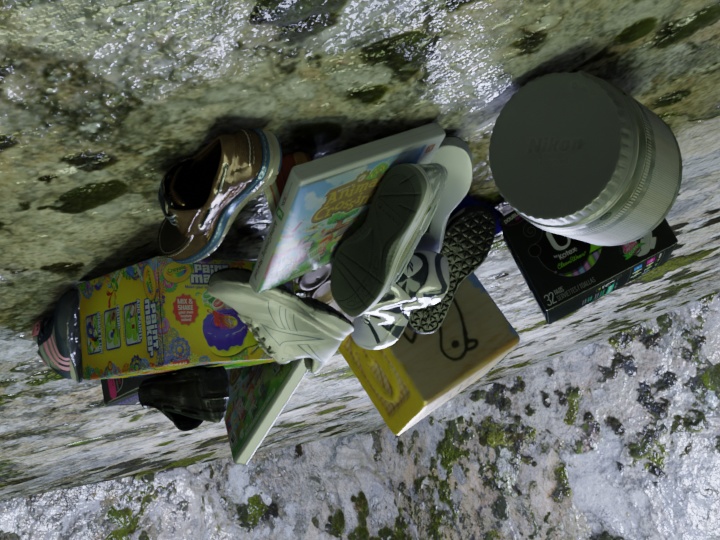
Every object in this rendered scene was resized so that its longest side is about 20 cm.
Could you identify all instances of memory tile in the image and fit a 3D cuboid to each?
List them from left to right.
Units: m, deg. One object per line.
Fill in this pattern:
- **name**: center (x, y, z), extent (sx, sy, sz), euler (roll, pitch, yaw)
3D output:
- **memory tile**: center (0.000, 0.000, 1.121), extent (0.153, 0.017, 0.200), euler (-40, 152, -3)

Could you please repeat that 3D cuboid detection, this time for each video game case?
- **video game case**: center (-0.137, 0.127, 1.198), extent (0.022, 0.183, 0.202), euler (18, 118, -31)
- **video game case**: center (-0.015, -0.065, 0.934), extent (0.198, 0.022, 0.183), euler (-23, 155, -36)

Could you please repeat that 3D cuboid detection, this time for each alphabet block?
- **alphabet block**: center (0.101, 0.114, 1.412), extent (0.198, 0.197, 0.197), euler (-30, 164, -23)

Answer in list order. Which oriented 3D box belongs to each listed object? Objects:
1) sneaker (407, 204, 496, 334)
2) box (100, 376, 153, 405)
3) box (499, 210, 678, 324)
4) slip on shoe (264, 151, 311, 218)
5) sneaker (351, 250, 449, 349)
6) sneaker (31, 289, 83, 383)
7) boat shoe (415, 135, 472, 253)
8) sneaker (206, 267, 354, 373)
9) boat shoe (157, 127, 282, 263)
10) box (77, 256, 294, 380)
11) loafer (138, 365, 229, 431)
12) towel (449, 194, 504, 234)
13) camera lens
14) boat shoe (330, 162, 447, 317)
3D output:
- **sneaker**: center (0.107, -0.010, 1.172), extent (0.071, 0.083, 0.202), euler (26, 111, -16)
- **box**: center (-0.288, 0.128, 1.308), extent (0.104, 0.125, 0.199), euler (-21, 163, 22)
- **box**: center (0.316, -0.042, 1.234), extent (0.197, 0.151, 0.124), euler (-28, 163, 6)
- **slip on shoe**: center (-0.066, -0.070, 0.960), extent (0.060, 0.075, 0.201), euler (-18, 160, -2)
- **sneaker**: center (0.008, 0.032, 1.088), extent (0.127, 0.081, 0.199), euler (13, 152, -27)
- **sneaker**: center (-0.400, 0.083, 1.160), extent (0.081, 0.071, 0.201), euler (22, 143, 0)
- **boat shoe**: center (0.086, -0.091, 1.041), extent (0.067, 0.057, 0.202), euler (15, 141, -1)
- **sneaker**: center (-0.095, 0.060, 1.014), extent (0.198, 0.088, 0.074), euler (28, -179, -33)
- **boat shoe**: center (-0.158, -0.076, 0.859), extent (0.071, 0.073, 0.200), euler (5, 144, -41)
- **box**: center (-0.212, 0.061, 1.084), extent (0.197, 0.125, 0.191), euler (2, 168, -44)
- **loafer**: center (-0.221, 0.161, 1.080), extent (0.067, 0.072, 0.199), euler (0, 170, -36)
- **towel**: center (0.110, -0.054, 1.222), extent (0.146, 0.051, 0.199), euler (-23, 163, 26)
- **camera lens**: center (0.243, -0.114, 0.937), extent (0.158, 0.163, 0.198), euler (-25, 162, 31)
- **boat shoe**: center (0.030, -0.031, 0.953), extent (0.064, 0.074, 0.204), euler (-16, 142, -46)
